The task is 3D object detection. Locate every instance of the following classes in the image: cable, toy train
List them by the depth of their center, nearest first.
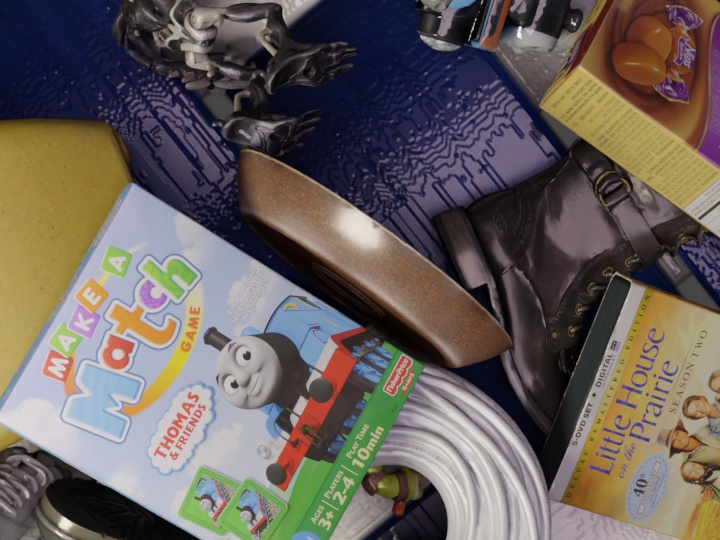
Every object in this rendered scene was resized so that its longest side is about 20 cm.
[{"bbox_3d":[0.014,0.153,1.071,0.199,0.069,0.201,24,81,2],"label":"cable"},{"bbox_3d":[0.100,-0.226,1.097,0.113,0.087,0.201,16,96,-8],"label":"toy train"}]

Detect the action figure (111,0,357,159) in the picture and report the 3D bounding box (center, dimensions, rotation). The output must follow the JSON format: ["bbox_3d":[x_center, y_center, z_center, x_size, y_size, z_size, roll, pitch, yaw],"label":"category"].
[{"bbox_3d":[-0.087,-0.156,1.095,0.200,0.102,0.119,47,129,32],"label":"action figure"}]

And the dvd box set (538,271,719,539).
[{"bbox_3d":[0.221,0.100,1.127,0.199,0.029,0.147,20,96,-22],"label":"dvd box set"}]

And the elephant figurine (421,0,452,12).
[{"bbox_3d":[-0.012,-0.256,1.058,0.140,0.155,0.202,1,98,-1],"label":"elephant figurine"}]

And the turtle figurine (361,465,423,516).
[{"bbox_3d":[-0.031,0.126,1.143,0.200,0.064,0.161,41,95,-4],"label":"turtle figurine"}]

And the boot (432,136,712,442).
[{"bbox_3d":[0.156,0.003,1.130,0.173,0.069,0.201,-26,96,1],"label":"boot"}]

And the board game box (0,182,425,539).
[{"bbox_3d":[-0.084,0.068,1.002,0.199,0.037,0.152,32,81,-13],"label":"board game box"}]

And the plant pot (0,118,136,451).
[{"bbox_3d":[-0.218,0.000,1.071,0.199,0.195,0.195,-23,96,-5],"label":"plant pot"}]

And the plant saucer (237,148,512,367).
[{"bbox_3d":[0.000,0.000,1.060,0.200,0.200,0.035,37,83,-4],"label":"plant saucer"}]

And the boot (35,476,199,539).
[{"bbox_3d":[-0.190,0.234,1.112,0.073,0.182,0.200,41,95,31],"label":"boot"}]

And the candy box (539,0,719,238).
[{"bbox_3d":[0.222,-0.094,1.095,0.199,0.056,0.117,35,56,-7],"label":"candy box"}]

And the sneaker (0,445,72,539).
[{"bbox_3d":[-0.225,0.143,1.082,0.075,0.200,0.081,42,87,3],"label":"sneaker"}]
